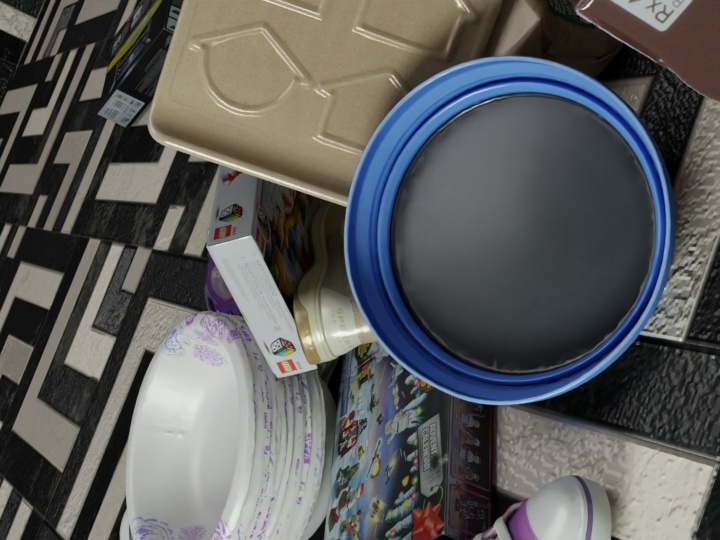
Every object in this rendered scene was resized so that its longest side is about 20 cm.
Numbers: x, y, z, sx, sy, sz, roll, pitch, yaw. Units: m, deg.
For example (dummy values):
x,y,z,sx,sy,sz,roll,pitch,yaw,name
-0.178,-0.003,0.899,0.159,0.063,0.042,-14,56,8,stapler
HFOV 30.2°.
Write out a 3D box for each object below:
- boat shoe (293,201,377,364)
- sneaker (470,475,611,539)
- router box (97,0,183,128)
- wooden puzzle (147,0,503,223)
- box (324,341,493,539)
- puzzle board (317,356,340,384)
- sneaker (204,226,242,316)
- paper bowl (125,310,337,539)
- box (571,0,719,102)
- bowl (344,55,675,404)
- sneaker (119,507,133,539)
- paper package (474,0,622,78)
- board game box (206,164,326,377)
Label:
x,y,z,sx,sy,sz,roll,pitch,yaw,name
0.000,0.000,0.946,0.065,0.072,0.200,-12,23,12,boat shoe
0.044,0.180,0.723,0.201,0.114,0.073,-55,27,19,sneaker
-0.282,-0.313,1.813,0.200,0.052,0.158,-40,36,43,router box
-0.017,-0.150,0.832,0.046,0.185,0.200,-107,36,-75,wooden puzzle
0.032,0.109,0.886,0.137,0.040,0.200,-37,37,43,box
-0.040,0.043,1.105,0.200,0.017,0.151,-65,27,3,puzzle board
-0.082,0.013,1.113,0.200,0.080,0.089,5,80,67,sneaker
-0.089,0.135,0.993,0.201,0.104,0.201,-23,63,53,paper bowl
0.199,-0.206,0.692,0.164,0.166,0.200,-50,31,28,box
0.087,-0.023,0.777,0.200,0.039,0.201,-2,86,27,bowl
-0.142,0.163,1.145,0.112,0.077,0.200,-7,73,56,sneaker
0.047,-0.165,0.930,0.191,0.103,0.200,-50,57,30,paper package
-0.061,-0.040,0.946,0.035,0.126,0.200,-13,41,13,board game box
